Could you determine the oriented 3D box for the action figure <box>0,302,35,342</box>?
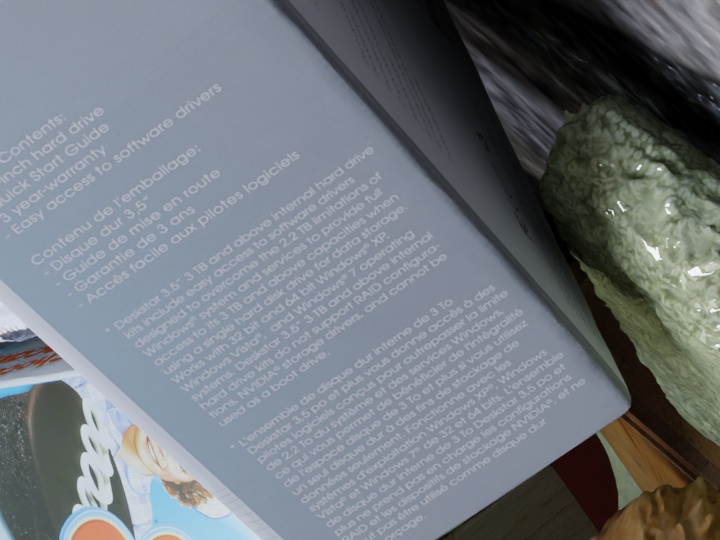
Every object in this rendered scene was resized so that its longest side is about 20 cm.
[{"bbox_3d":[-0.122,-0.051,0.681,0.199,0.149,0.134,27,178,-8],"label":"action figure"}]

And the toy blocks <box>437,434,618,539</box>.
[{"bbox_3d":[0.015,0.044,0.780,0.200,0.100,0.137,55,-143,5],"label":"toy blocks"}]

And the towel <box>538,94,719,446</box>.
[{"bbox_3d":[0.110,0.039,0.633,0.148,0.037,0.200,42,178,26],"label":"towel"}]

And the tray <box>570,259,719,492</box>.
[{"bbox_3d":[0.114,0.064,0.904,0.099,0.037,0.200,42,177,24],"label":"tray"}]

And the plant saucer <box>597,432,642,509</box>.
[{"bbox_3d":[0.018,0.081,1.063,0.200,0.048,0.199,41,-139,23],"label":"plant saucer"}]

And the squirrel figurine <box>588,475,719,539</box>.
[{"bbox_3d":[0.121,0.144,0.665,0.186,0.142,0.200,34,-163,-21],"label":"squirrel figurine"}]

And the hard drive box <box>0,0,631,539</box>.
[{"bbox_3d":[-0.046,-0.056,0.574,0.200,0.077,0.156,47,-167,-39],"label":"hard drive box"}]

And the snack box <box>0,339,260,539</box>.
[{"bbox_3d":[-0.028,0.110,0.715,0.116,0.037,0.201,-11,104,48],"label":"snack box"}]

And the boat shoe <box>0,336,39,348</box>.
[{"bbox_3d":[-0.086,0.007,0.915,0.066,0.075,0.199,46,162,-13],"label":"boat shoe"}]
